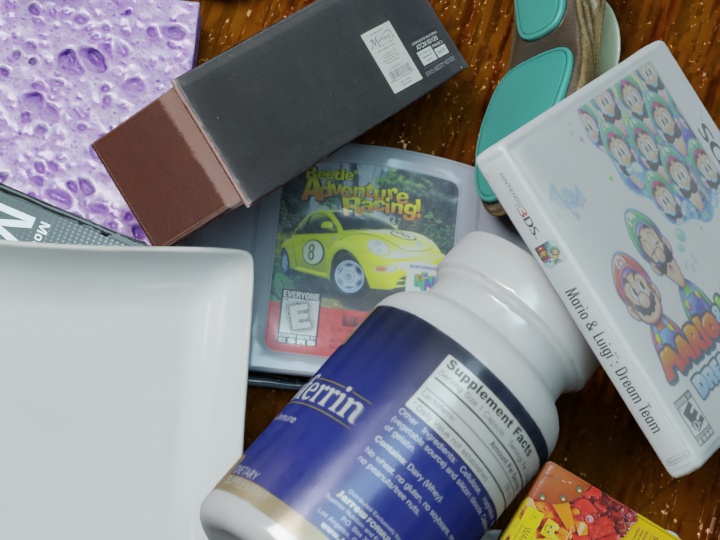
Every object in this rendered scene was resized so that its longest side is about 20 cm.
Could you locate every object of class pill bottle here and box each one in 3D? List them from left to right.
[{"bbox_3d":[0.025,0.083,1.239,0.116,0.116,0.200,40,73,8],"label":"pill bottle"}]

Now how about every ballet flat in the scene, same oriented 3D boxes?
[{"bbox_3d":[0.110,-0.105,1.361,0.072,0.068,0.201,32,51,-34],"label":"ballet flat"}]

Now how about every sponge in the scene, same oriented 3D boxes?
[{"bbox_3d":[-0.151,-0.052,1.345,0.111,0.030,0.201,7,72,-2],"label":"sponge"}]

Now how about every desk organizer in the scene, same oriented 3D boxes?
[{"bbox_3d":[-0.040,-0.087,1.304,0.200,0.077,0.072,-35,94,-47],"label":"desk organizer"}]

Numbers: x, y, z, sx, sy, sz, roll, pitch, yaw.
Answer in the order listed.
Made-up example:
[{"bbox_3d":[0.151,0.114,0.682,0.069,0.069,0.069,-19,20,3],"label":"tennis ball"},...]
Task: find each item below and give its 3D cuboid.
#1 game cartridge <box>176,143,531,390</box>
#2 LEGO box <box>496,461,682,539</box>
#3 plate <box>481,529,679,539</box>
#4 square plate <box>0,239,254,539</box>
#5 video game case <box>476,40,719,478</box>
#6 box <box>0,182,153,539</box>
[{"bbox_3d":[0.000,0.000,1.339,0.199,0.041,0.134,6,68,-3],"label":"game cartridge"},{"bbox_3d":[0.099,0.217,1.198,0.149,0.077,0.200,30,58,4],"label":"LEGO box"},{"bbox_3d":[0.066,0.229,1.271,0.199,0.032,0.200,1,73,-5],"label":"plate"},{"bbox_3d":[-0.153,0.084,1.235,0.199,0.028,0.199,3,90,-23],"label":"square plate"},{"bbox_3d":[0.155,-0.012,1.280,0.182,0.024,0.200,58,36,-1],"label":"video game case"},{"bbox_3d":[-0.213,0.051,1.275,0.160,0.044,0.201,23,83,-1],"label":"box"}]
